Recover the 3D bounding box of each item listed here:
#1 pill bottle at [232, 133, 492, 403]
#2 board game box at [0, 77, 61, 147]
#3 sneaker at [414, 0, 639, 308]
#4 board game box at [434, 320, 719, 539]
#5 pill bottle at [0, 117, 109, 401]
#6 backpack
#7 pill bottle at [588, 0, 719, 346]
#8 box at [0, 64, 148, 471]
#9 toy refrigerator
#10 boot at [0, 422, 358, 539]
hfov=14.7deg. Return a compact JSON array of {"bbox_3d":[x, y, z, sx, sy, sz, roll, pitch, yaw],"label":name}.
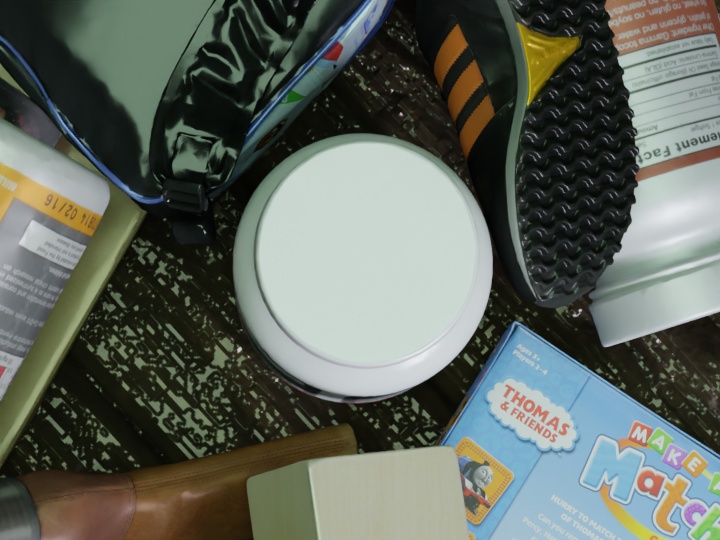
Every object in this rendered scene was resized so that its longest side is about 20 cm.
[{"bbox_3d":[0.000,0.000,1.252,0.115,0.200,0.117,0,86,-3],"label":"pill bottle"},{"bbox_3d":[-0.242,-0.021,1.275,0.135,0.035,0.201,34,86,-31],"label":"board game box"},{"bbox_3d":[0.066,-0.085,1.246,0.070,0.090,0.201,-14,101,-32],"label":"sneaker"},{"bbox_3d":[0.082,0.149,1.315,0.151,0.037,0.201,33,78,0],"label":"board game box"},{"bbox_3d":[-0.203,0.022,1.220,0.116,0.116,0.201,29,89,0],"label":"pill bottle"},{"bbox_3d":[-0.072,-0.139,1.263,0.190,0.154,0.200,-42,90,4],"label":"backpack"},{"bbox_3d":[0.124,-0.072,1.307,0.112,0.112,0.201,-17,87,-3],"label":"pill bottle"},{"bbox_3d":[-0.197,-0.024,1.336,0.163,0.021,0.201,30,86,1],"label":"box"},{"bbox_3d":[0.008,0.182,1.207,0.076,0.070,0.201,-4,81,-29],"label":"toy refrigerator"},{"bbox_3d":[-0.114,0.134,1.292,0.199,0.189,0.069,-10,56,-29],"label":"boot"}]
